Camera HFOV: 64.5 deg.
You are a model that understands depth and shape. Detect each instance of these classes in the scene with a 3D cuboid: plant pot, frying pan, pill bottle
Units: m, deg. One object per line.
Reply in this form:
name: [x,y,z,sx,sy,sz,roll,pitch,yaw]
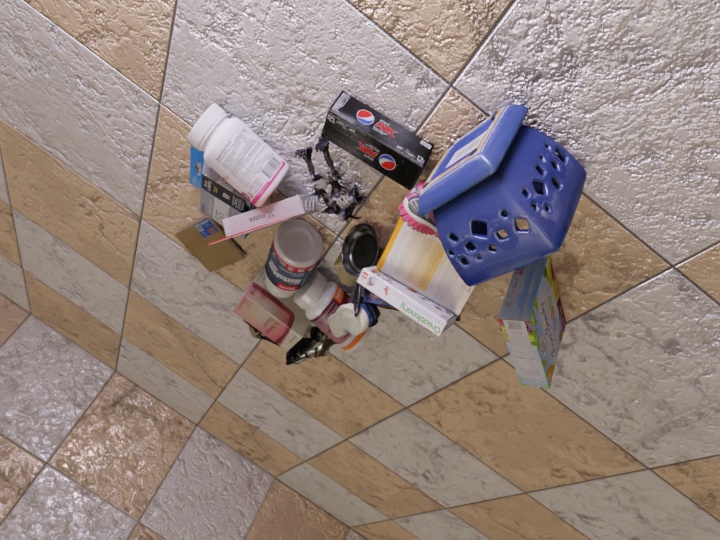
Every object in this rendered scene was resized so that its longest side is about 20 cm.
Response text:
plant pot: [0.216,-0.127,0.913,0.180,0.202,0.198,46,143,-13]
frying pan: [0.011,-0.010,1.232,0.030,0.195,0.114,14,141,-45]
pill bottle: [-0.069,0.103,1.458,0.199,0.116,0.113,43,143,-18]
pill bottle: [-0.170,-0.019,1.381,0.117,0.121,0.201,31,145,-2]
pill bottle: [-0.253,-0.239,1.183,0.199,0.115,0.113,41,143,-14]

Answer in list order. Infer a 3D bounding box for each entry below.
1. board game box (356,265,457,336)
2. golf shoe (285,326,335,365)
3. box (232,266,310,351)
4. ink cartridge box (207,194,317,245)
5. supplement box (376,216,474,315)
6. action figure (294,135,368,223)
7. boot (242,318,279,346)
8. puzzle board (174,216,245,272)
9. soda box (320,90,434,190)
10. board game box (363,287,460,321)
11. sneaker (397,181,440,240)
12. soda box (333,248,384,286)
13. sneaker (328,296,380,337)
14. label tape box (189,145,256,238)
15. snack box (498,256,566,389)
board game box: [0.097,0.055,1.151,0.197,0.126,0.035,33,104,16]
golf shoe: [-0.139,0.231,1.659,0.093,0.079,0.198,33,127,-31]
box: [-0.237,0.109,1.590,0.198,0.110,0.128,37,144,-9]
ink cartridge box: [-0.206,-0.111,1.206,0.194,0.176,0.046,-15,95,18]
supplement box: [0.146,-0.021,1.149,0.196,0.074,0.129,29,115,3]
action figure: [-0.061,-0.159,1.151,0.115,0.104,0.203,-10,128,27]
boot: [-0.269,0.167,1.712,0.146,0.074,0.203,21,147,15]
puzzle board: [-0.419,-0.072,1.588,0.197,0.018,0.152,-16,123,45]
soda box: [0.029,-0.233,1.028,0.196,0.064,0.071,32,146,0]
board game box: [0.119,0.077,1.295,0.194,0.036,0.135,8,173,27]
sneaker: [0.166,-0.093,1.059,0.195,0.082,0.075,21,122,-28]
soda box: [0.039,-0.004,1.294,0.194,0.065,0.069,5,138,30]
sneaker: [0.003,0.101,1.322,0.079,0.109,0.200,63,156,4]
label tape box: [-0.334,-0.184,1.351,0.196,0.067,0.144,29,144,0]
snack box: [0.338,0.098,1.108,0.066,0.171,0.203,1,135,35]
